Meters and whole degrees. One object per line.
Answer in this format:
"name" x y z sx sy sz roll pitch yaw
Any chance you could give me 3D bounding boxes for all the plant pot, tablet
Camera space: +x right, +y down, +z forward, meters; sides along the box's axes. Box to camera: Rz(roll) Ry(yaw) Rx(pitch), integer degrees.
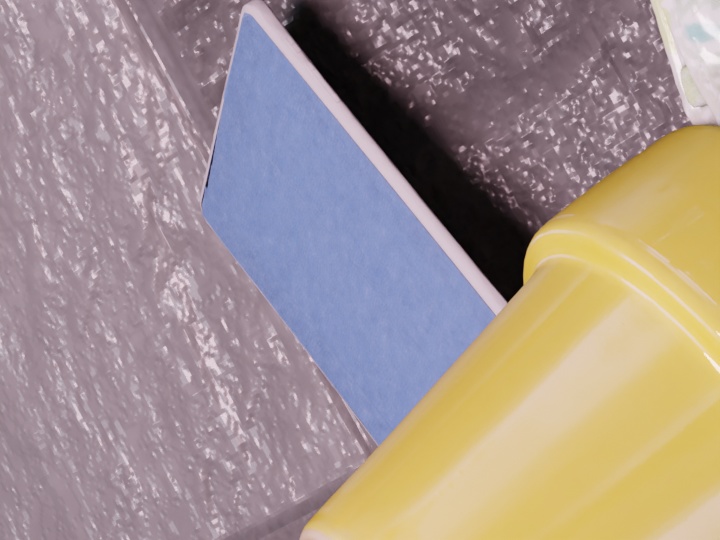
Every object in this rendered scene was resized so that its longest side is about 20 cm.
"plant pot" 0.090 0.084 0.890 0.201 0.189 0.201 51 165 19
"tablet" 0.000 0.000 1.062 0.200 0.014 0.130 51 147 27

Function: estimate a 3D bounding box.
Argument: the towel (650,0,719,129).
"towel" 0.160 -0.149 0.854 0.200 0.048 0.172 -27 75 43
